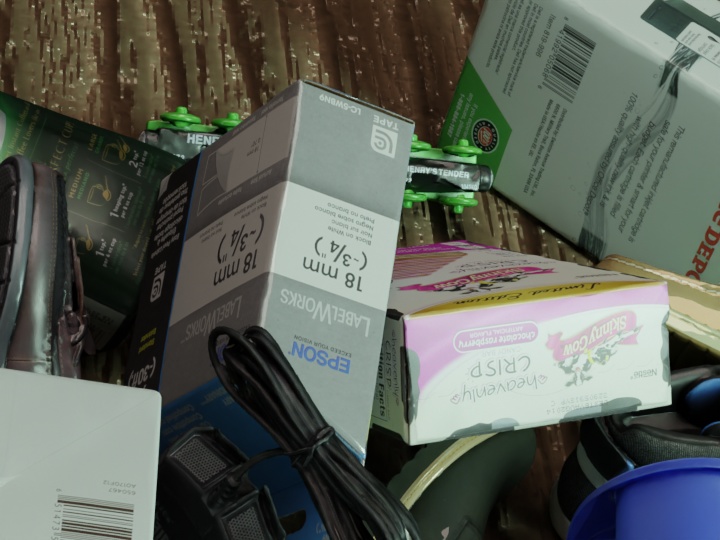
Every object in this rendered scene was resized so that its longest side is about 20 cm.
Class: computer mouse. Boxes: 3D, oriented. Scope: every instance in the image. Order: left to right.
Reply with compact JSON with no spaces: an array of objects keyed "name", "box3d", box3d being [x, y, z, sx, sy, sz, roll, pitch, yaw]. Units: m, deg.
[{"name":"computer mouse","box3d":[-0.044,0.128,0.884,0.046,0.200,0.140,-13,55,-48]}]

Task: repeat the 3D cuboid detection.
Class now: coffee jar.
[{"name":"coffee jar","box3d":[-0.191,-0.044,1.044,0.200,0.085,0.104,25,63,-14]}]

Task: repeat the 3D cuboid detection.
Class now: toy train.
[{"name":"toy train","box3d":[-0.026,-0.060,1.174,0.200,0.042,0.056,5,0,-15]}]

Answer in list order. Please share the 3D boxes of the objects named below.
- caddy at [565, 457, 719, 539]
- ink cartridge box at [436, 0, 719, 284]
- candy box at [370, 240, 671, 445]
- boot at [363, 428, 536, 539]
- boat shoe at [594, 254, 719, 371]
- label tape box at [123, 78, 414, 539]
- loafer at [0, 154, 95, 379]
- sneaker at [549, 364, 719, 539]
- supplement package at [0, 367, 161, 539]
[{"name":"caddy","box3d":[0.188,0.156,0.960,0.200,0.141,0.105,17,46,-1]},{"name":"ink cartridge box","box3d":[0.158,-0.082,1.192,0.200,0.147,0.083,37,45,18]},{"name":"candy box","box3d":[0.038,0.029,1.021,0.136,0.061,0.200,-7,10,-25]},{"name":"boot","box3d":[0.051,0.161,0.970,0.138,0.077,0.200,38,59,15]},{"name":"boat shoe","box3d":[0.206,0.033,1.058,0.200,0.074,0.066,24,74,1]},{"name":"label tape box","box3d":[-0.049,0.034,0.949,0.063,0.144,0.200,20,64,-25]},{"name":"loafer","box3d":[-0.150,0.050,0.973,0.063,0.072,0.200,11,77,-28]},{"name":"sneaker","box3d":[0.201,0.103,1.038,0.200,0.112,0.073,7,47,-10]},{"name":"supplement package","box3d":[-0.166,0.154,0.801,0.151,0.200,0.152,9,44,-10]}]
